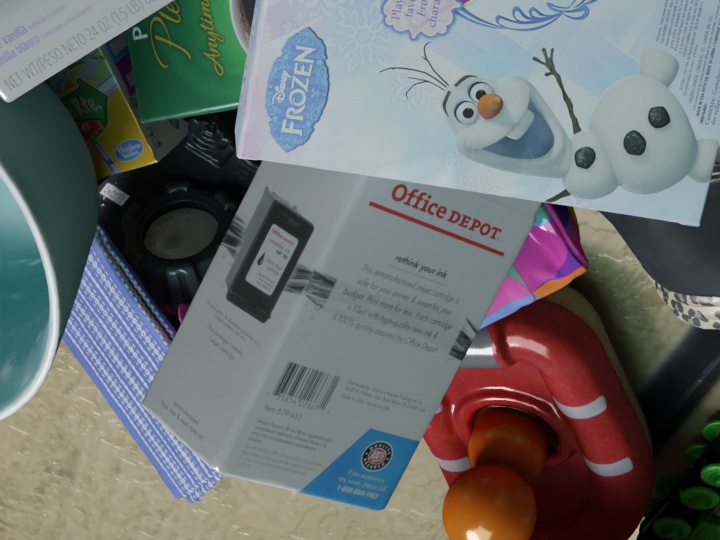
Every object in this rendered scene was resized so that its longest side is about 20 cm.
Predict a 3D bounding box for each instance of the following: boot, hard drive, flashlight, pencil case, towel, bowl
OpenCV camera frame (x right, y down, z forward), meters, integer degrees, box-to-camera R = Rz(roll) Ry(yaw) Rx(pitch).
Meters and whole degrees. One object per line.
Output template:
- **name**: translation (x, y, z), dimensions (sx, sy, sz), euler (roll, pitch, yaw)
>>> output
- **boot**: translation (0.186, -0.044, 1.052), dimensions (0.203, 0.074, 0.154), euler (-7, 138, 42)
- **hard drive**: translation (-0.097, -0.026, 1.245), dimensions (0.139, 0.038, 0.200), euler (31, 142, -12)
- **flashlight**: translation (-0.081, 0.040, 1.233), dimensions (0.068, 0.068, 0.201), euler (12, 142, 20)
- **pencil case**: translation (0.014, 0.007, 1.126), dimensions (0.199, 0.089, 0.089), euler (-28, 128, 8)
- **towel**: translation (-0.114, 0.054, 1.221), dimensions (0.145, 0.024, 0.200), euler (53, 161, 2)
- **bowl**: translation (-0.205, -0.036, 1.072), dimensions (0.200, 0.105, 0.202), euler (14, 127, 20)

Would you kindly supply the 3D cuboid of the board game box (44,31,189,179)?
- **board game box**: translation (-0.197, -0.098, 1.118), dimensions (0.199, 0.034, 0.135), euler (-13, 113, 34)

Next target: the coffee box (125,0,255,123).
- **coffee box**: translation (-0.022, -0.140, 1.008), dimensions (0.199, 0.044, 0.124), euler (-9, 94, 33)

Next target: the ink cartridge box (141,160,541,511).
- **ink cartridge box**: translation (0.000, 0.000, 1.023), dimensions (0.115, 0.201, 0.067), euler (20, -169, -45)

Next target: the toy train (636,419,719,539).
- **toy train**: translation (0.211, 0.116, 1.269), dimensions (0.056, 0.042, 0.200), euler (16, 144, -9)

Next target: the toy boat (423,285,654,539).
- **toy boat**: translation (0.082, 0.102, 1.237), dimensions (0.130, 0.131, 0.200), euler (-2, 138, 29)

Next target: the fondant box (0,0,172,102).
- **fondant box**: translation (-0.141, -0.186, 0.904), dimensions (0.144, 0.058, 0.200), euler (-31, 124, 5)

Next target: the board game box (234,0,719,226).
- **board game box**: translation (0.061, -0.130, 0.904), dimensions (0.198, 0.043, 0.201), euler (8, 110, -10)

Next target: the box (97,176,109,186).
- **box**: translation (-0.234, -0.096, 1.190), dimensions (0.199, 0.040, 0.138), euler (-8, 116, 33)
